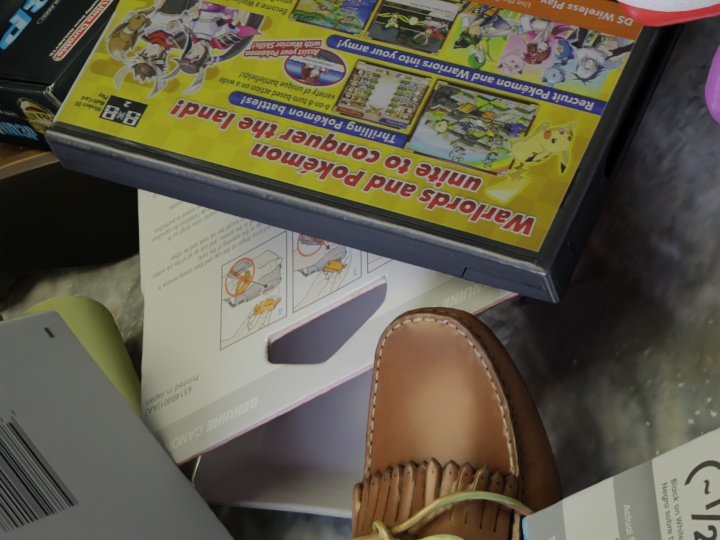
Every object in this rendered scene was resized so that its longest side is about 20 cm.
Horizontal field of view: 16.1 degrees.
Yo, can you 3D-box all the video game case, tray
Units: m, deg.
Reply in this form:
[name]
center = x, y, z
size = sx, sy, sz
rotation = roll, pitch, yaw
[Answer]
[video game case]
center = 0.013, -0.092, 0.897
size = 0.199, 0.026, 0.181
rotation = 16, 65, 25
[tray]
center = 0.000, 0.000, 0.987
size = 0.107, 0.022, 0.201
rotation = 0, 69, 47

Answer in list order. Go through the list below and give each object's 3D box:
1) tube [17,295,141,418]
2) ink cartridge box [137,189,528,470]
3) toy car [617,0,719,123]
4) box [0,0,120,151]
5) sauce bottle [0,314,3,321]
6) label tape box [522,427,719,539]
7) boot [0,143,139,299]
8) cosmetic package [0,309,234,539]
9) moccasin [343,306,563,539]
[tube]
center = -0.095, 0.093, 1.013
size = 0.052, 0.058, 0.200
rotation = -25, 49, -3
[ink cartridge box]
center = -0.002, -0.025, 0.953
size = 0.200, 0.045, 0.177
rotation = -28, 51, 34
[toy car]
center = 0.144, -0.102, 0.789
size = 0.175, 0.200, 0.150
rotation = -39, -8, -28
[box]
center = -0.092, -0.138, 1.084
size = 0.200, 0.046, 0.159
rotation = -52, 29, -15
[sauce bottle]
center = -0.153, 0.105, 1.016
size = 0.066, 0.066, 0.201
rotation = -23, 77, 36
[label tape box]
center = 0.148, 0.108, 0.742
size = 0.200, 0.066, 0.144
rotation = -30, 50, 34
[boot]
center = -0.143, -0.041, 1.127
size = 0.199, 0.074, 0.076
rotation = -19, 46, 41
[cosmetic package]
center = -0.180, 0.133, 0.882
size = 0.200, 0.199, 0.123
rotation = -43, 79, 22
[moccasin]
center = 0.020, 0.112, 0.828
size = 0.073, 0.078, 0.203
rotation = 2, 82, 32
